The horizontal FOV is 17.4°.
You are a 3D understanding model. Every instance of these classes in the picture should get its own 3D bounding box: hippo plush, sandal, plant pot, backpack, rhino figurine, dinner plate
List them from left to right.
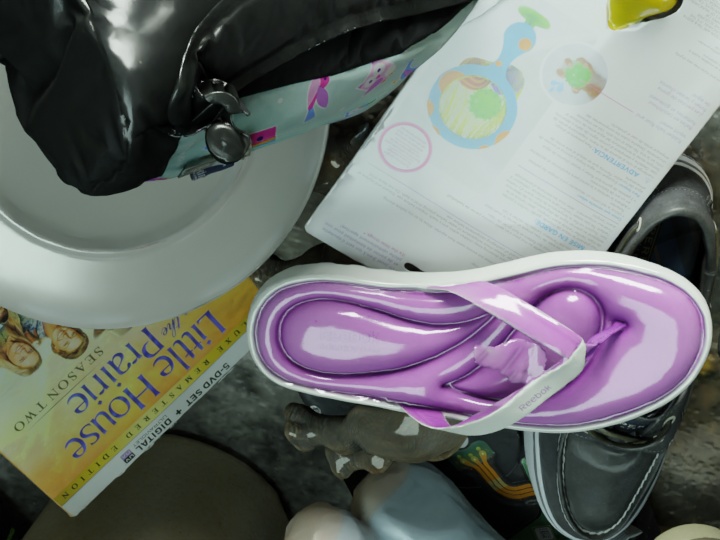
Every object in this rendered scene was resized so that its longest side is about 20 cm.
[{"bbox_3d":[-0.110,-0.073,1.015,0.200,0.024,0.200,-1,96,-10],"label":"dinner plate"},{"bbox_3d":[-0.119,0.190,1.208,0.200,0.184,0.200,8,130,10],"label":"plant pot"},{"bbox_3d":[-0.052,-0.119,0.931,0.127,0.200,0.167,-26,84,51],"label":"backpack"},{"bbox_3d":[0.000,0.000,1.074,0.087,0.060,0.200,-8,100,30],"label":"rhino figurine"},{"bbox_3d":[0.033,0.191,1.167,0.200,0.159,0.161,-19,154,-19],"label":"hippo plush"},{"bbox_3d":[0.049,0.038,1.010,0.203,0.050,0.082,-1,110,11],"label":"sandal"}]

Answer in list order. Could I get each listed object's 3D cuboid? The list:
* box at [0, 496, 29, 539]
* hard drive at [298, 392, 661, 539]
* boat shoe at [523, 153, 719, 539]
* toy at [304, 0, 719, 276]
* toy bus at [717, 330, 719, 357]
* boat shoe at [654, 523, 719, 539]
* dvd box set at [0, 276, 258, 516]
[{"bbox_3d":[-0.281,0.169,1.282,0.149,0.124,0.200,-23,118,31],"label":"box"},{"bbox_3d":[0.061,0.095,1.169,0.140,0.038,0.200,-10,123,25],"label":"hard drive"},{"bbox_3d":[0.123,0.046,1.059,0.070,0.066,0.200,10,115,-9],"label":"boat shoe"},{"bbox_3d":[0.078,-0.070,1.008,0.115,0.047,0.200,32,118,-10],"label":"toy"},{"bbox_3d":[0.259,0.044,0.966,0.136,0.200,0.192,41,121,-17],"label":"toy bus"},{"bbox_3d":[0.141,0.218,1.062,0.075,0.068,0.200,0,112,-19],"label":"boat shoe"},{"bbox_3d":[-0.145,0.007,1.086,0.146,0.029,0.200,-43,128,-4],"label":"dvd box set"}]
